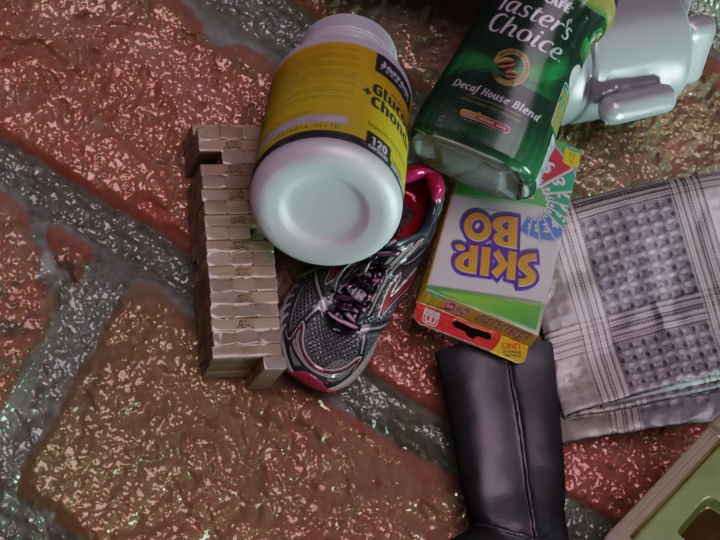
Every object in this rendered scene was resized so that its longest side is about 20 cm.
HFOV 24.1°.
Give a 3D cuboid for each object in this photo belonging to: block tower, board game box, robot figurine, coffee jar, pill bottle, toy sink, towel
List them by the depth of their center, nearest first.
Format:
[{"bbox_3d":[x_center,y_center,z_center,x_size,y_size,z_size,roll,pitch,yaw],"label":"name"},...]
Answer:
[{"bbox_3d":[0.290,0.197,1.264,0.130,0.112,0.200,35,60,29],"label":"toy sink"},{"bbox_3d":[-0.018,-0.106,1.268,0.111,0.112,0.201,20,40,-11],"label":"pill bottle"},{"bbox_3d":[-0.097,-0.014,1.269,0.057,0.054,0.201,-2,71,-18],"label":"block tower"},{"bbox_3d":[0.121,-0.161,1.273,0.104,0.085,0.201,22,75,12],"label":"coffee jar"},{"bbox_3d":[0.108,-0.029,1.318,0.095,0.030,0.201,21,60,-7],"label":"board game box"},{"bbox_3d":[0.229,0.028,1.341,0.191,0.035,0.201,-11,75,-1],"label":"towel"},{"bbox_3d":[0.193,-0.181,1.392,0.199,0.113,0.170,-11,44,-21],"label":"robot figurine"}]

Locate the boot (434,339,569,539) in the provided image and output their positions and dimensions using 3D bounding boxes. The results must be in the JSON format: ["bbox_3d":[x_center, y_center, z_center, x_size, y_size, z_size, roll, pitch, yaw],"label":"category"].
[{"bbox_3d":[0.080,0.151,1.262,0.164,0.066,0.201,4,73,-26],"label":"boot"}]

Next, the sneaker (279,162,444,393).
[{"bbox_3d":[0.000,0.000,1.285,0.080,0.075,0.201,29,65,-6],"label":"sneaker"}]
